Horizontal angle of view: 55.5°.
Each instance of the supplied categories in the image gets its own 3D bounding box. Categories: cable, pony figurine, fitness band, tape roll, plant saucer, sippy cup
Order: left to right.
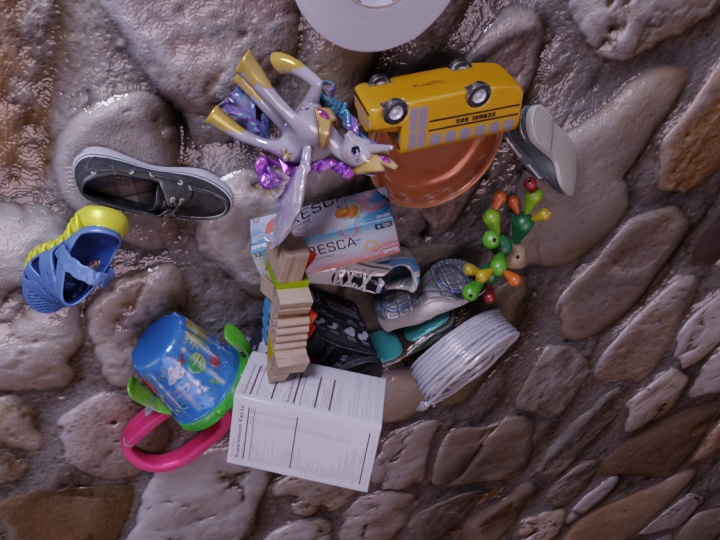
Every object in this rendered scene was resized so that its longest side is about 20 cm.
[{"bbox_3d":[-0.304,0.266,1.134,0.198,0.038,0.143,-38,135,13],"label":"fitness band"},{"bbox_3d":[-0.251,0.136,0.981,0.178,0.139,0.131,-48,126,-11],"label":"sippy cup"},{"bbox_3d":[-0.073,-0.142,0.782,0.198,0.169,0.192,35,144,-15],"label":"pony figurine"},{"bbox_3d":[0.012,-0.337,0.707,0.195,0.067,0.204,-13,135,-13],"label":"tape roll"},{"bbox_3d":[0.096,-0.176,0.912,0.195,0.038,0.204,-12,133,-13],"label":"plant saucer"},{"bbox_3d":[0.178,0.146,1.180,0.197,0.070,0.201,-26,158,-25],"label":"cable"}]

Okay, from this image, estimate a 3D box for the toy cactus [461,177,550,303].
[{"bbox_3d":[0.234,-0.033,1.060,0.164,0.101,0.204,22,91,-61],"label":"toy cactus"}]

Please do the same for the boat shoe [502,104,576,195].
[{"bbox_3d":[0.261,-0.171,0.990,0.061,0.075,0.199,2,160,37],"label":"boat shoe"}]

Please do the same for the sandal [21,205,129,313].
[{"bbox_3d":[-0.350,0.005,0.821,0.078,0.089,0.199,20,139,-38],"label":"sandal"}]

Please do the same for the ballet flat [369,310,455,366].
[{"bbox_3d":[0.073,0.124,1.155,0.196,0.068,0.064,-25,143,-1],"label":"ballet flat"}]

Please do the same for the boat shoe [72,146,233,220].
[{"bbox_3d":[-0.243,-0.090,0.821,0.196,0.057,0.069,12,125,-32],"label":"boat shoe"}]

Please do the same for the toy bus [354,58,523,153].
[{"bbox_3d":[0.093,-0.196,0.820,0.195,0.066,0.080,-14,136,-13],"label":"toy bus"}]

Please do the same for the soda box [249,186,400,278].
[{"bbox_3d":[-0.049,-0.046,0.920,0.194,0.065,0.069,-14,136,3],"label":"soda box"}]

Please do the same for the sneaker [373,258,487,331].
[{"bbox_3d":[0.112,0.042,1.108,0.195,0.076,0.088,-15,152,-8],"label":"sneaker"}]

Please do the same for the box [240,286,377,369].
[{"bbox_3d":[-0.092,0.139,1.058,0.130,0.116,0.201,22,120,-39],"label":"box"}]

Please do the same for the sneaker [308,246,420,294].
[{"bbox_3d":[0.000,0.000,1.004,0.195,0.073,0.073,0,132,-22],"label":"sneaker"}]

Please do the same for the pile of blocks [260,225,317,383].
[{"bbox_3d":[-0.089,0.044,0.888,0.061,0.082,0.206,-3,110,-28],"label":"pile of blocks"}]

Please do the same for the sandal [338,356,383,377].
[{"bbox_3d":[-0.040,0.203,1.023,0.199,0.048,0.075,-39,135,13],"label":"sandal"}]

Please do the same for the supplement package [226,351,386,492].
[{"bbox_3d":[-0.071,0.203,0.934,0.194,0.110,0.117,12,114,0],"label":"supplement package"}]
